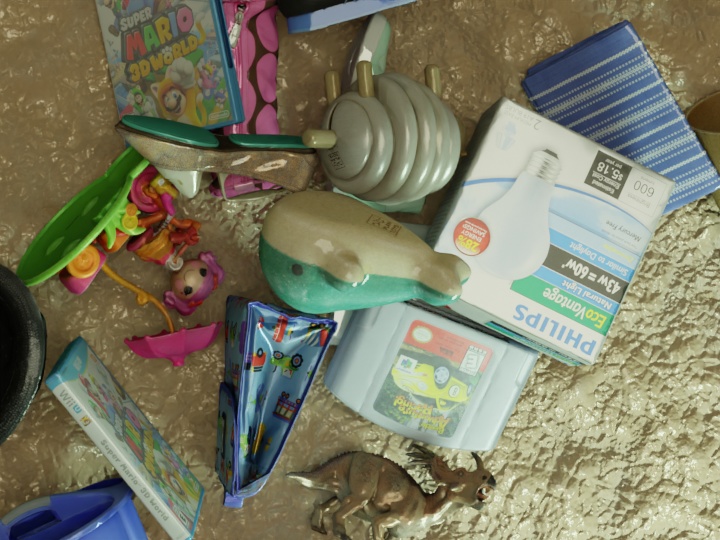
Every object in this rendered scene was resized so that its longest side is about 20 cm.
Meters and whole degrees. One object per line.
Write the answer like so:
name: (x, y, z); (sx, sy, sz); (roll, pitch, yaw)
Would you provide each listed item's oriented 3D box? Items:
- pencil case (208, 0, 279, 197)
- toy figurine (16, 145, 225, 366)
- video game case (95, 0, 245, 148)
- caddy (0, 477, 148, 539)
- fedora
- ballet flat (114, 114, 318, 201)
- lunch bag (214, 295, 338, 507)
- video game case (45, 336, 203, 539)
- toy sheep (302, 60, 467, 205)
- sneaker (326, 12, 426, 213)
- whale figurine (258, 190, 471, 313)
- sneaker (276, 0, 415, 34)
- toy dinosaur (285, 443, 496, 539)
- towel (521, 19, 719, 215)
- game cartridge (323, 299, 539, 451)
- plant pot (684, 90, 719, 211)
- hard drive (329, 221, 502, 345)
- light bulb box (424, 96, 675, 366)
pencil case: (-0.117, -0.171, 1.724); (0.090, 0.094, 0.202); (-4, 93, -13)
toy figurine: (-0.202, -0.002, 1.702); (0.184, 0.150, 0.200); (46, 72, -22)
video game case: (-0.191, -0.230, 1.697); (0.018, 0.142, 0.202); (-17, 97, -57)
caddy: (-0.296, 0.266, 1.660); (0.199, 0.141, 0.106); (-25, 101, 7)
fedora: (-0.360, 0.089, 1.659); (0.199, 0.091, 0.203); (-2, 84, 24)
ballet flat: (-0.137, -0.100, 1.646); (0.198, 0.068, 0.068); (7, 108, -16)
lunch bag: (-0.099, 0.133, 1.706); (0.093, 0.150, 0.202); (13, 88, -12)
video game case: (-0.223, 0.161, 1.676); (0.018, 0.143, 0.200); (-37, 99, 7)
toy sheep: (0.023, -0.128, 1.664); (0.199, 0.137, 0.139); (-3, 92, -36)
sneaker: (0.037, -0.156, 1.769); (0.117, 0.074, 0.202); (8, 97, -9)
whale figurine: (0.000, 0.000, 1.631); (0.198, 0.159, 0.105); (18, 111, 5)
sneaker: (0.012, -0.294, 1.711); (0.198, 0.070, 0.079); (-18, 101, -11)
toy dinosaur: (0.026, 0.221, 1.776); (0.199, 0.086, 0.136); (24, 79, 0)
towel: (0.269, -0.147, 1.804); (0.201, 0.144, 0.024); (58, 38, -9)
game cartridge: (0.070, 0.107, 1.785); (0.199, 0.041, 0.134); (21, 107, -16)
plant pot: (0.448, -0.084, 1.826); (0.185, 0.186, 0.202); (-19, 109, -12)
hard drive: (0.070, 0.020, 1.806); (0.198, 0.026, 0.133); (7, 90, -12)
light bulb box: (0.176, -0.035, 1.739); (0.197, 0.125, 0.201); (25, 85, -2)
